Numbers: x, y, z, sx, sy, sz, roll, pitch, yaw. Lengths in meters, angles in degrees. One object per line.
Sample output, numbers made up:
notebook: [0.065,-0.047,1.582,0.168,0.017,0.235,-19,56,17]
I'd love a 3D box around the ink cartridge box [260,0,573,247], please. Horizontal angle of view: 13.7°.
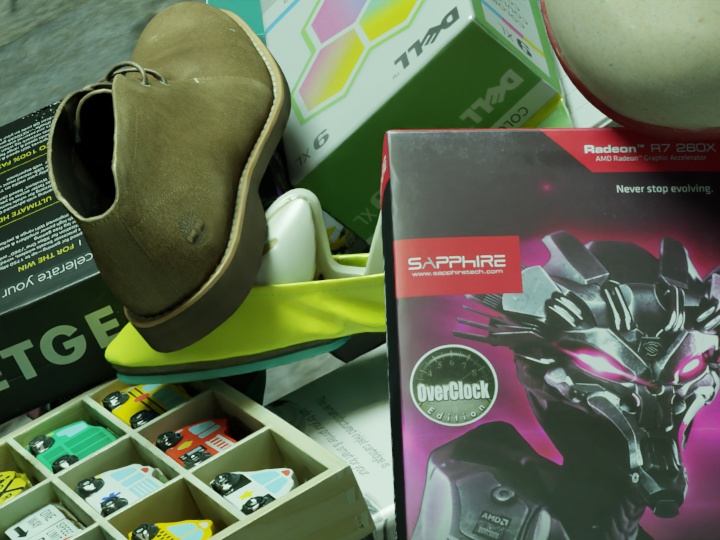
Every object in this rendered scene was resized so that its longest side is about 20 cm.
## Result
ink cartridge box: [0.022,-0.077,1.212,0.104,0.059,0.200,-41,30,21]

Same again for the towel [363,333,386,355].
towel: [0.074,-0.037,1.254,0.200,0.023,0.144,-31,35,35]

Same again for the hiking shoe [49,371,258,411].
hiking shoe: [-0.092,0.026,1.257,0.201,0.100,0.076,-64,9,-13]

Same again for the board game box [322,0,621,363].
board game box: [0.056,-0.059,1.244,0.200,0.035,0.127,-34,35,32]

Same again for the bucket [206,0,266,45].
bucket: [0.032,-0.103,1.498,0.206,0.135,0.207,-21,21,8]

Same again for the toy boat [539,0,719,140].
toy boat: [0.162,-0.105,1.056,0.199,0.131,0.131,-6,-15,3]

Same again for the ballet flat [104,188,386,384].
ballet flat: [0.000,0.000,1.124,0.199,0.067,0.067,-5,12,7]

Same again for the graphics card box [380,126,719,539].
graphics card box: [0.071,0.046,1.027,0.125,0.051,0.201,0,65,-3]

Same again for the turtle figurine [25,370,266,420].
turtle figurine: [-0.135,0.030,1.404,0.150,0.101,0.200,-44,42,-12]

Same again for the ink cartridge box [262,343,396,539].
ink cartridge box: [-0.019,0.111,1.114,0.199,0.085,0.145,-27,21,-10]

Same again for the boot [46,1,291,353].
boot: [-0.076,-0.058,1.136,0.073,0.076,0.200,-31,29,18]

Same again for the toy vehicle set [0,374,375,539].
toy vehicle set: [-0.087,0.088,1.081,0.124,0.027,0.200,-29,20,-15]

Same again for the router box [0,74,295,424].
router box: [-0.123,-0.011,1.222,0.199,0.051,0.149,-23,32,5]
